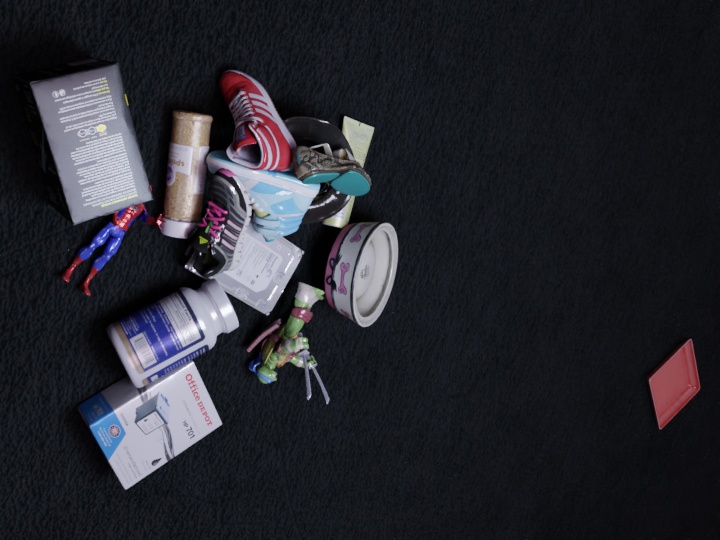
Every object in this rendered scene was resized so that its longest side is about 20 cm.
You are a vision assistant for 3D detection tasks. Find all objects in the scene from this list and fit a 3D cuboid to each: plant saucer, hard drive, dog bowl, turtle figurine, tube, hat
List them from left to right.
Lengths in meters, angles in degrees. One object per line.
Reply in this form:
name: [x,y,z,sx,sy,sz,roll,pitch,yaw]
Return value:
hard drive: [-0.209,-0.023,1.421,0.199,0.038,0.141,35,84,-38]
hat: [-0.102,-0.187,1.410,0.197,0.081,0.204,-8,120,-13]
turtle figurine: [-0.098,0.135,1.471,0.143,0.198,0.197,31,77,-52]
tube: [-0.026,-0.181,1.498,0.051,0.058,0.204,14,94,8]
dog bowl: [0.000,0.000,1.507,0.200,0.073,0.203,-46,143,-50]
plant saucer: [0.904,0.326,2.309,0.198,0.037,0.202,-36,123,-21]

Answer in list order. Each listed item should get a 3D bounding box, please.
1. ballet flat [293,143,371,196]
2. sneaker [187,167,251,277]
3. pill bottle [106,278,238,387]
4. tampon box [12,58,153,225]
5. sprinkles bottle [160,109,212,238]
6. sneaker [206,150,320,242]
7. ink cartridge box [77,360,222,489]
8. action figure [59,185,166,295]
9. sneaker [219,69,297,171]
ballet flat: [-0.046,-0.177,1.334,0.199,0.067,0.077,4,67,-58]
sneaker: [-0.233,-0.067,1.281,0.087,0.073,0.202,-38,151,-44]
pill bottle: [-0.311,0.100,1.327,0.198,0.115,0.117,-28,119,-19]
tampon box: [-0.405,-0.193,1.160,0.125,0.149,0.204,-21,116,-27]
sprinkles bottle: [-0.286,-0.158,1.305,0.067,0.068,0.204,1,103,-35]
sneaker: [-0.176,-0.117,1.331,0.197,0.080,0.132,15,112,-21]
ink cartridge box: [-0.360,0.251,1.370,0.198,0.085,0.148,-31,120,-22]
action figure: [-0.385,-0.052,1.255,0.065,0.098,0.202,39,78,-37]
sneaker: [-0.187,-0.243,1.274,0.071,0.201,0.112,-43,168,30]
